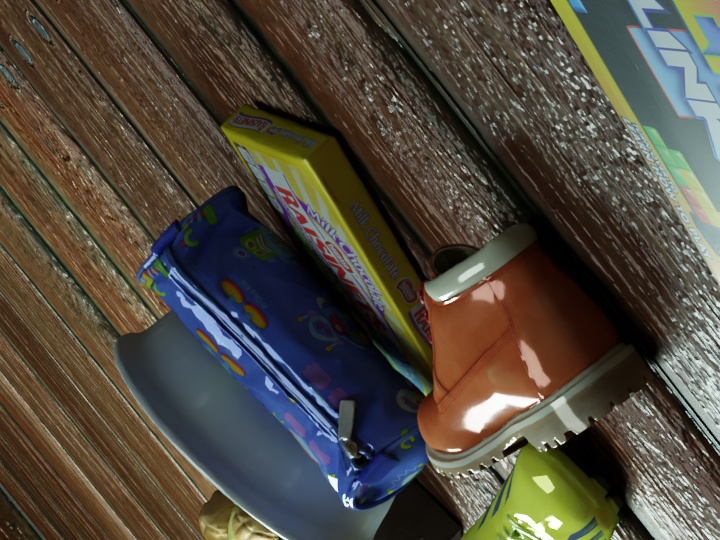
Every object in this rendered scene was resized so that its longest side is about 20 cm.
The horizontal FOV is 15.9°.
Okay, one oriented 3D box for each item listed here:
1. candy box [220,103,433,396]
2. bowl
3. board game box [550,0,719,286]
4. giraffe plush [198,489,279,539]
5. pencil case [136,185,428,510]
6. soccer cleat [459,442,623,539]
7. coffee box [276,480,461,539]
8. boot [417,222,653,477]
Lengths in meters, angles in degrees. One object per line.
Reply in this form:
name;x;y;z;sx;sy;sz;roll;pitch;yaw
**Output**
candy box;0.000;0.000;1.420;0.102;0.026;0.200;20;147;57
bowl;-0.043;0.077;1.532;0.201;0.090;0.201;40;-170;-9
board game box;0.134;-0.073;0.830;0.200;0.057;0.165;56;164;-21
giraffe plush;-0.110;0.288;2.120;0.173;0.162;0.200;49;164;4
pencil case;-0.037;0.044;1.423;0.200;0.078;0.087;47;-165;14
soccer cleat;0.089;0.147;1.400;0.065;0.084;0.200;47;164;12
coffee box;0.007;0.223;1.748;0.080;0.114;0.200;43;162;24
boot;0.064;0.037;1.260;0.107;0.075;0.200;53;156;0
